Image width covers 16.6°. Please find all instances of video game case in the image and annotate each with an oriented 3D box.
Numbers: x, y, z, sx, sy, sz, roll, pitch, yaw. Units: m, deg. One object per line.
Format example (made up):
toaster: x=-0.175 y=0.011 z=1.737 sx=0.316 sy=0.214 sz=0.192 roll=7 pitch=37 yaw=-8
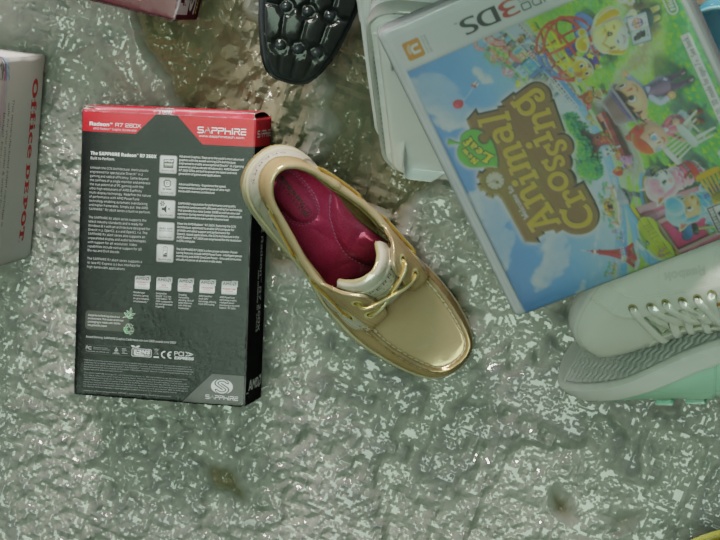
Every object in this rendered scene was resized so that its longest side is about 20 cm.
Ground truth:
video game case: x=0.133 y=-0.090 z=1.476 sx=0.182 sy=0.022 sz=0.200 roll=-22 pitch=106 yaw=20

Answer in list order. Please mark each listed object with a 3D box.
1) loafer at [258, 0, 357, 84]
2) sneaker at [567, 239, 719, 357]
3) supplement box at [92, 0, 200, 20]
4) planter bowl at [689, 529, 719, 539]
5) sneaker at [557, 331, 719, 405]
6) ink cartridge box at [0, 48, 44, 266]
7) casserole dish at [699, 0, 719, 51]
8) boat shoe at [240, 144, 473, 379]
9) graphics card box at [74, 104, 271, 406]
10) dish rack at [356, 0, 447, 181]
loafer: x=-0.026 y=-0.222 z=1.630 sx=0.068 sy=0.070 sz=0.201 roll=11 pitch=93 yaw=-6
sneaker: x=0.214 y=0.012 z=1.513 sx=0.200 sy=0.085 sz=0.073 roll=-31 pitch=131 yaw=26
supplement box: x=-0.199 y=-0.244 z=1.667 sx=0.200 sy=0.061 sz=0.109 roll=16 pitch=99 yaw=11
planter bowl: x=0.260 y=0.271 z=1.589 sx=0.200 sy=0.083 sz=0.201 roll=0 pitch=98 yaw=-2
sneaker: x=0.231 y=0.074 z=1.604 sx=0.200 sy=0.074 sz=0.118 roll=-14 pitch=133 yaw=38
ink cartridge box: x=-0.313 y=-0.077 z=1.636 sx=0.144 sy=0.200 sz=0.148 roll=8 pitch=97 yaw=13
casserole dish: x=0.268 y=-0.105 z=1.515 sx=0.200 sy=0.121 sz=0.039 roll=34 pitch=57 yaw=-5
boat shoe: x=0.000 y=0.000 z=1.626 sx=0.200 sy=0.069 sz=0.074 roll=43 pitch=87 yaw=-11
graphics card box: x=-0.128 y=-0.011 z=1.680 sx=0.125 sy=0.051 sz=0.200 roll=3 pitch=94 yaw=11
dish rack: x=0.084 y=-0.108 z=1.559 sx=0.171 sy=0.200 sz=0.044 roll=6 pitch=60 yaw=9
